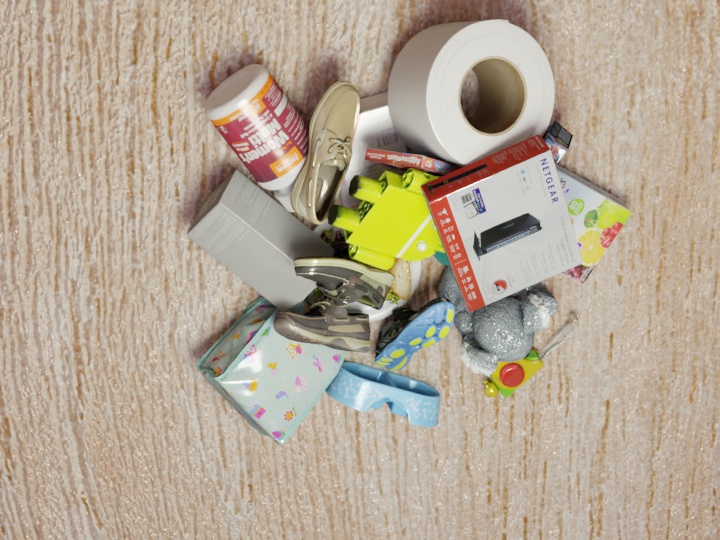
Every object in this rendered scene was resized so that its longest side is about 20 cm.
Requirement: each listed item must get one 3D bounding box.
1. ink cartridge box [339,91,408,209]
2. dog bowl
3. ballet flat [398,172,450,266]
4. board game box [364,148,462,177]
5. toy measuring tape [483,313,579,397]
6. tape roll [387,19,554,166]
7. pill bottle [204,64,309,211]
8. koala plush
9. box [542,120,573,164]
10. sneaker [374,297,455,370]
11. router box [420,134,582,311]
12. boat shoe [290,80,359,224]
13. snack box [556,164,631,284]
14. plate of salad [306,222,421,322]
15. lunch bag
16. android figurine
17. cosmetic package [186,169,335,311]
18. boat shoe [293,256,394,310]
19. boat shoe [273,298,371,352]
[{"bbox_3d":[0.017,-0.152,1.676,0.115,0.068,0.202,-15,116,-3],"label":"ink cartridge box"},{"bbox_3d":[0.042,0.201,1.833,0.198,0.112,0.050,17,99,-13],"label":"dog bowl"},{"bbox_3d":[0.109,-0.092,1.663,0.068,0.067,0.201,-55,141,-24],"label":"ballet flat"},{"bbox_3d":[0.106,-0.144,1.608,0.199,0.102,0.020,9,91,-51],"label":"board game box"},{"bbox_3d":[0.271,0.133,1.845,0.073,0.074,0.200,37,107,-21],"label":"toy measuring tape"},{"bbox_3d":[0.154,-0.247,1.572,0.200,0.139,0.206,-4,102,-21],"label":"tape roll"},{"bbox_3d":[-0.128,-0.188,1.619,0.109,0.110,0.201,-32,118,10],"label":"pill bottle"},{"bbox_3d":[0.211,0.075,1.735,0.176,0.201,0.184,-35,114,12],"label":"koala plush"},{"bbox_3d":[0.229,-0.120,1.626,0.038,0.137,0.201,38,110,1],"label":"box"},{"bbox_3d":[0.078,0.088,1.760,0.070,0.084,0.200,12,148,-25],"label":"sneaker"},{"bbox_3d":[0.197,-0.063,1.543,0.178,0.049,0.201,-24,125,2],"label":"router box"},{"bbox_3d":[-0.039,-0.164,1.571,0.071,0.065,0.202,12,103,-37],"label":"boat shoe"},{"bbox_3d":[0.302,-0.085,1.749,0.198,0.053,0.143,27,109,-15],"label":"snack box"},{"bbox_3d":[0.000,0.000,1.761,0.197,0.048,0.203,-3,117,-5],"label":"plate of salad"},{"bbox_3d":[-0.131,0.141,1.772,0.200,0.122,0.171,-49,114,-16],"label":"lunch bag"},{"bbox_3d":[0.059,-0.071,1.582,0.198,0.041,0.182,18,131,-28],"label":"android figurine"},{"bbox_3d":[-0.148,-0.041,1.676,0.199,0.091,0.107,38,133,-18],"label":"cosmetic package"},{"bbox_3d":[-0.022,0.021,1.630,0.200,0.071,0.067,12,82,-51],"label":"boat shoe"},{"bbox_3d":[-0.058,0.079,1.722,0.199,0.074,0.074,18,77,-50],"label":"boat shoe"}]
